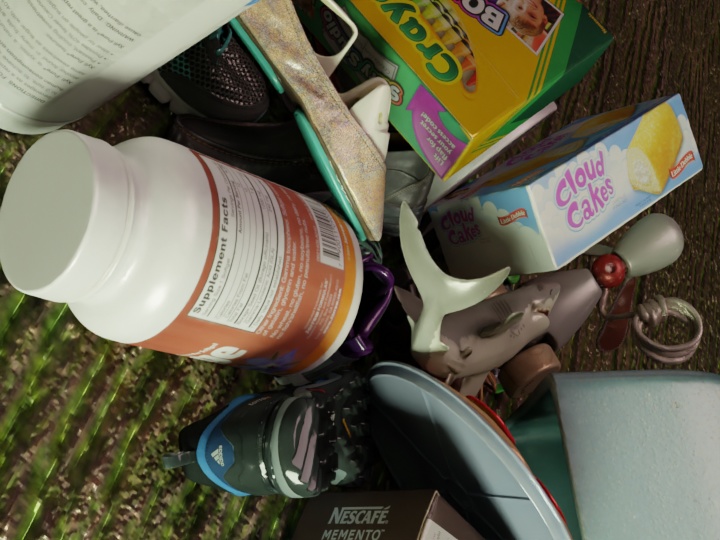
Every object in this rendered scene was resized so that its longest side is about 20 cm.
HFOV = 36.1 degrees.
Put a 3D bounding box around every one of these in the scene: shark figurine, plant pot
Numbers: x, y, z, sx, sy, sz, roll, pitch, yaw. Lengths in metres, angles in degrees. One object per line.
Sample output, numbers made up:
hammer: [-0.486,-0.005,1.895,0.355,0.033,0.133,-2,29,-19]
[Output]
shark figurine: [0.051,0.030,0.740,0.090,0.129,0.214,45,11,24]
plant pot: [0.237,0.183,0.845,0.197,0.196,0.200,99,-17,-71]

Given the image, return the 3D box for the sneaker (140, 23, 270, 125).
sneaker: [-0.117,-0.174,0.710,0.200,0.090,0.078,45,41,-31]

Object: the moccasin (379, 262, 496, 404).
moccasin: [0.071,0.089,0.833,0.077,0.073,0.205,-20,87,-31]

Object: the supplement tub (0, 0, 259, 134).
supplement tub: [-0.135,-0.169,0.585,0.131,0.198,0.134,31,48,-42]

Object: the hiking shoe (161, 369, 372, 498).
hiking shoe: [-0.044,0.098,0.679,0.200,0.085,0.076,30,58,-74]

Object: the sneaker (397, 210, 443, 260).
sneaker: [0.118,-0.036,0.940,0.198,0.074,0.081,-17,82,-34]

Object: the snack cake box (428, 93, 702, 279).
snack cake box: [0.163,-0.065,0.869,0.199,0.114,0.068,-31,104,-35]

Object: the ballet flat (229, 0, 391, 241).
ballet flat: [-0.021,-0.115,0.678,0.202,0.067,0.068,59,-1,-12]

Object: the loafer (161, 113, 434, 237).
loafer: [-0.036,-0.082,0.748,0.197,0.073,0.073,9,30,-30]

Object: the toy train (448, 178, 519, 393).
toy train: [0.114,0.013,0.982,0.056,0.041,0.204,12,62,-40]

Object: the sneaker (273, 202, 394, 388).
sneaker: [0.000,0.000,0.782,0.075,0.087,0.202,47,39,-28]

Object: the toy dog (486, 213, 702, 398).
toy dog: [0.168,0.032,0.899,0.097,0.196,0.134,86,-5,-72]

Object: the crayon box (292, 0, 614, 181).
crayon box: [0.055,-0.187,0.779,0.172,0.058,0.201,-36,80,-36]

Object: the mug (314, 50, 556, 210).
mug: [0.036,-0.147,0.866,0.177,0.147,0.199,54,40,1]

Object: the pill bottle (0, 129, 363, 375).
pill bottle: [-0.098,-0.009,0.629,0.198,0.111,0.114,19,57,-48]

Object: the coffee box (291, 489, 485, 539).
coffee box: [0.051,0.226,0.696,0.200,0.112,0.081,47,52,-30]

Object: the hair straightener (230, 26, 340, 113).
hair straightener: [-0.067,-0.202,0.808,0.041,0.076,0.203,53,23,-64]

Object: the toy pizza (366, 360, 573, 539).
toy pizza: [0.075,0.138,0.730,0.032,0.199,0.202,-36,104,-23]
